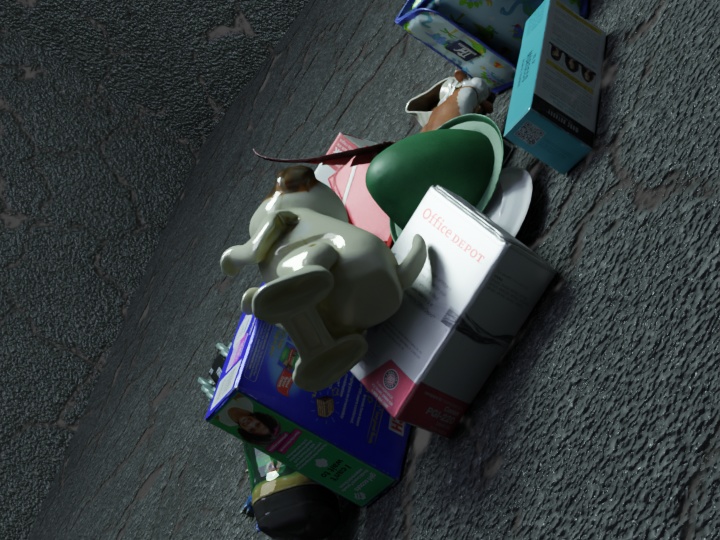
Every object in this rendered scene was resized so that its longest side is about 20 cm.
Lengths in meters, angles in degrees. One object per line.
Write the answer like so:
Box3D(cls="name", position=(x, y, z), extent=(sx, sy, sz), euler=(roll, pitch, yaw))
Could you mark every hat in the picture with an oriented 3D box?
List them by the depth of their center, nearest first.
Box3D(cls="hat", position=(0.027, -0.120, 1.345), extent=(0.200, 0.175, 0.166), euler=(-48, 36, 18))

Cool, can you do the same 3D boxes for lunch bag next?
Box3D(cls="lunch bag", position=(0.160, -0.325, 1.553), extent=(0.200, 0.169, 0.128), euler=(-42, 23, 46))

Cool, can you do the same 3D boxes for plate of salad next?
Box3D(cls="plate of salad", position=(0.121, -0.026, 1.364), extent=(0.200, 0.048, 0.201), euler=(-44, 22, 22))

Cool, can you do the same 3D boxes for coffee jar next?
Box3D(cls="coffee jar", position=(-0.082, 0.194, 1.371), extent=(0.084, 0.104, 0.202), euler=(-18, 63, 9))

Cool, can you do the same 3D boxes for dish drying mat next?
Box3D(cls="dish drying mat", position=(0.019, -0.064, 1.590), extent=(0.076, 0.018, 0.201), euler=(-36, 55, 17))

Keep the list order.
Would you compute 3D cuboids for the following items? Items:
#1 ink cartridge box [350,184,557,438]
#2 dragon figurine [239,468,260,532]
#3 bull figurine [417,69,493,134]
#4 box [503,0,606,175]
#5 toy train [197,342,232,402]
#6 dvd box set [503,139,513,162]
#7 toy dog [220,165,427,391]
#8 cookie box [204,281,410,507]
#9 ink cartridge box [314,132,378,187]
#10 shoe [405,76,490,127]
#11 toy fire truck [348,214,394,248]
Box3D(cls="ink cartridge box", position=(0.078, 0.038, 1.235), extent=(0.201, 0.084, 0.146), euler=(-59, 39, 9))
Box3D(cls="dragon figurine", position=(-0.096, 0.248, 1.525), extent=(0.099, 0.058, 0.201), euler=(-45, 22, 42))
Box3D(cls="bull figurine", position=(0.102, -0.148, 1.502), extent=(0.122, 0.065, 0.201), euler=(-48, 19, 40))
Box3D(cls="box", position=(0.210, -0.201, 1.337), extent=(0.049, 0.082, 0.201), euler=(-45, 21, 45))
Box3D(cls="toy train", position=(-0.162, 0.165, 1.778), extent=(0.086, 0.113, 0.200), euler=(-61, 15, -2))
Box3D(cls="dvd box set", position=(0.115, -0.113, 1.570), extent=(0.147, 0.029, 0.200), euler=(-58, 16, 6))
Box3D(cls="toy dog", position=(-0.047, -0.020, 1.242), extent=(0.193, 0.140, 0.201), euler=(-36, 39, 4))
Box3D(cls="cookie box", position=(-0.042, 0.123, 1.322), extent=(0.075, 0.199, 0.172), euler=(-44, 21, 43))
Box3D(cls="ink cartridge box", position=(-0.026, -0.078, 1.735), extent=(0.201, 0.083, 0.144), euler=(-57, -19, 12))
Box3D(cls="shoe", position=(0.116, -0.226, 1.724), extent=(0.071, 0.053, 0.200), euler=(-63, 16, -10))
Box3D(cls="toy fire truck", position=(0.000, 0.000, 1.486), extent=(0.139, 0.049, 0.201), euler=(-7, 38, 23))
